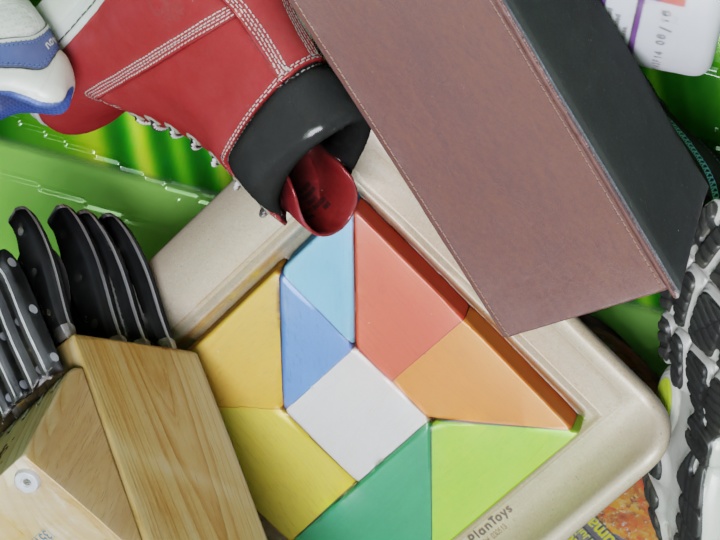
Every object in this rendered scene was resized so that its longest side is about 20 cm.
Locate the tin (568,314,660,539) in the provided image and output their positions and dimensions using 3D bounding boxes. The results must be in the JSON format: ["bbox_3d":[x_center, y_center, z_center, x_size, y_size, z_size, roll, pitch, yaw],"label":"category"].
[{"bbox_3d":[0.103,0.100,1.236,0.112,0.042,0.200,-43,106,2],"label":"tin"}]

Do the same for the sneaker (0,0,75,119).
[{"bbox_3d":[-0.200,-0.037,1.120,0.200,0.075,0.088,-42,86,2],"label":"sneaker"}]

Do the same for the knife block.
[{"bbox_3d":[-0.089,0.072,1.147,0.200,0.176,0.064,42,123,-11],"label":"knife block"}]

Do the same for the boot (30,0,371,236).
[{"bbox_3d":[-0.066,-0.061,1.148,0.144,0.072,0.200,58,153,4],"label":"boot"}]

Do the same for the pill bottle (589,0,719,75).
[{"bbox_3d":[0.052,-0.151,1.131,0.200,0.111,0.112,13,112,5],"label":"pill bottle"}]

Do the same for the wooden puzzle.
[{"bbox_3d":[-0.002,0.054,1.178,0.200,0.037,0.185,46,114,-3],"label":"wooden puzzle"}]

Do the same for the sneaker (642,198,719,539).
[{"bbox_3d":[0.167,0.040,1.156,0.085,0.077,0.200,-11,135,-19],"label":"sneaker"}]

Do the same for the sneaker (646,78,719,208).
[{"bbox_3d":[0.142,-0.012,1.183,0.200,0.082,0.073,34,110,-5],"label":"sneaker"}]

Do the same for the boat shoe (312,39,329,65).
[{"bbox_3d":[0.000,0.000,1.218,0.071,0.069,0.200,0,110,9],"label":"boat shoe"}]

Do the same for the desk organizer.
[{"bbox_3d":[0.047,-0.076,1.073,0.077,0.072,0.200,-18,120,29],"label":"desk organizer"}]
